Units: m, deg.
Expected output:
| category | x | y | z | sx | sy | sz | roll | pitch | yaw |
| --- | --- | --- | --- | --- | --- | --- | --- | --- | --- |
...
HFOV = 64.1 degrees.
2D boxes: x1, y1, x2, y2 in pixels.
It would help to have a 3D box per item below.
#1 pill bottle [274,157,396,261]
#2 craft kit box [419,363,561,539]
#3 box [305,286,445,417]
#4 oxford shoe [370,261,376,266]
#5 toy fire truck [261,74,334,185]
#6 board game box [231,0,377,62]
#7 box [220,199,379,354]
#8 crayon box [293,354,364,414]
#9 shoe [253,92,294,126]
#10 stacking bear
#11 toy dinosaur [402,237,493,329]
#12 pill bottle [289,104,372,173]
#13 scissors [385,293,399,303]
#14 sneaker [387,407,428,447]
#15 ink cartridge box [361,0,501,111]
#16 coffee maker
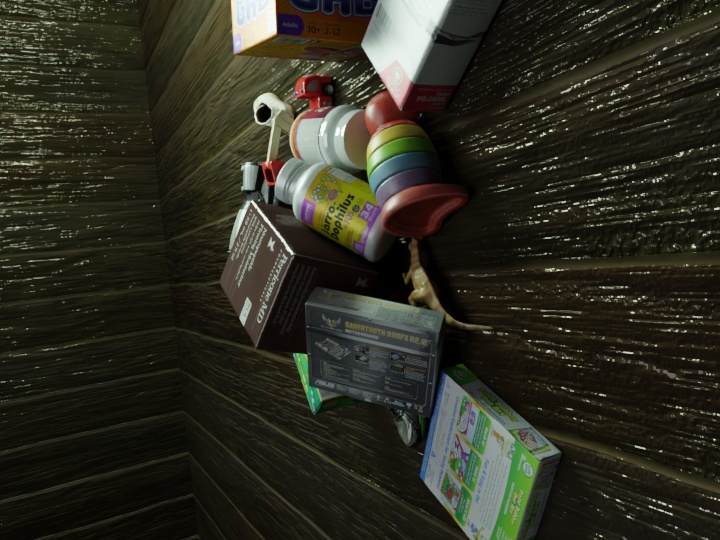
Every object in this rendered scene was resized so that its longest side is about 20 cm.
| category | x | y | z | sx | sy | sz | roll | pitch | yaw |
| --- | --- | --- | --- | --- | --- | --- | --- | --- | --- |
| pill bottle | -0.036 | -0.103 | 0.911 | 0.198 | 0.104 | 0.105 | 29 | 128 | 16 |
| craft kit box | 0.165 | 0.267 | 0.784 | 0.197 | 0.048 | 0.203 | 44 | 133 | 52 |
| box | 0.018 | 0.119 | 0.840 | 0.196 | 0.048 | 0.161 | 10 | 122 | 15 |
| oxford shoe | 0.000 | 0.000 | 1.017 | 0.200 | 0.072 | 0.072 | -43 | 25 | 40 |
| toy fire truck | -0.116 | -0.263 | 1.077 | 0.049 | 0.139 | 0.204 | 11 | 106 | 59 |
| board game box | -0.083 | -0.455 | 0.914 | 0.199 | 0.197 | 0.204 | 18 | 112 | 58 |
| box | -0.106 | 0.012 | 0.943 | 0.200 | 0.162 | 0.168 | 46 | 116 | 49 |
| crayon box | -0.061 | 0.158 | 1.094 | 0.202 | 0.117 | 0.059 | 67 | 147 | 28 |
| shoe | -0.212 | -0.368 | 1.319 | 0.199 | 0.053 | 0.071 | 34 | 125 | 54 |
| stacking bear | 0.059 | -0.165 | 0.822 | 0.121 | 0.112 | 0.203 | -46 | 52 | 54 |
| toy dinosaur | 0.098 | 0.038 | 0.838 | 0.202 | 0.060 | 0.107 | 63 | 144 | 32 |
| pill bottle | -0.036 | -0.221 | 0.973 | 0.199 | 0.108 | 0.112 | 21 | 114 | 58 |
| scissors | 0.061 | 0.140 | 0.977 | 0.073 | 0.014 | 0.204 | 27 | 122 | 48 |
| sneaker | 0.041 | 0.194 | 0.936 | 0.202 | 0.084 | 0.078 | 62 | 142 | 19 |
| ink cartridge box | 0.091 | -0.333 | 0.743 | 0.147 | 0.082 | 0.201 | 66 | 146 | 29 |
| coffee maker | -0.177 | -0.113 | 1.225 | 0.134 | 0.190 | 0.204 | 7 | 86 | 53 |
